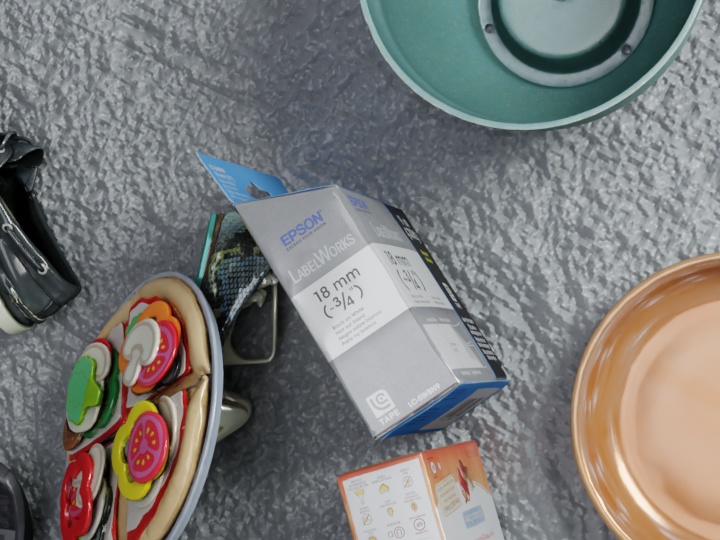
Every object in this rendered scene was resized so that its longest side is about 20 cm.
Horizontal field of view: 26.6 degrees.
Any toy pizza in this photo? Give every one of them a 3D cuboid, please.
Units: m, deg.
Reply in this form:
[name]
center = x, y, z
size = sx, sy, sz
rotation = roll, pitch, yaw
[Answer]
[toy pizza]
center = -0.148, 0.096, 0.956
size = 0.200, 0.032, 0.201
rotation = -31, 52, 48

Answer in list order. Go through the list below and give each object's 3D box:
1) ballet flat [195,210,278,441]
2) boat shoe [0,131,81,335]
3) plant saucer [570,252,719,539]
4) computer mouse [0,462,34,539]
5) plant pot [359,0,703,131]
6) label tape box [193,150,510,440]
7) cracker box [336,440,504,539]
[ballet flat]
center = -0.093, 0.063, 0.988
size = 0.074, 0.074, 0.201
rotation = 20, 96, 17
[boat shoe]
center = -0.242, -0.060, 1.034
size = 0.066, 0.074, 0.200
rotation = -21, 81, 13
[plant saucer]
center = 0.225, 0.089, 0.901
size = 0.199, 0.037, 0.201
rotation = -1, 86, 18
[computer mouse]
center = -0.284, 0.219, 1.047
size = 0.140, 0.046, 0.201
rotation = 0, 98, 13
[plant pot]
center = 0.112, -0.174, 0.900
size = 0.199, 0.134, 0.202
rotation = -1, 87, 17
[label tape box]
center = 0.000, 0.000, 0.918
size = 0.063, 0.144, 0.201
rotation = -35, 78, 12
[cracker box]
center = 0.057, 0.205, 0.895
size = 0.057, 0.134, 0.201
rotation = -17, 82, 16
